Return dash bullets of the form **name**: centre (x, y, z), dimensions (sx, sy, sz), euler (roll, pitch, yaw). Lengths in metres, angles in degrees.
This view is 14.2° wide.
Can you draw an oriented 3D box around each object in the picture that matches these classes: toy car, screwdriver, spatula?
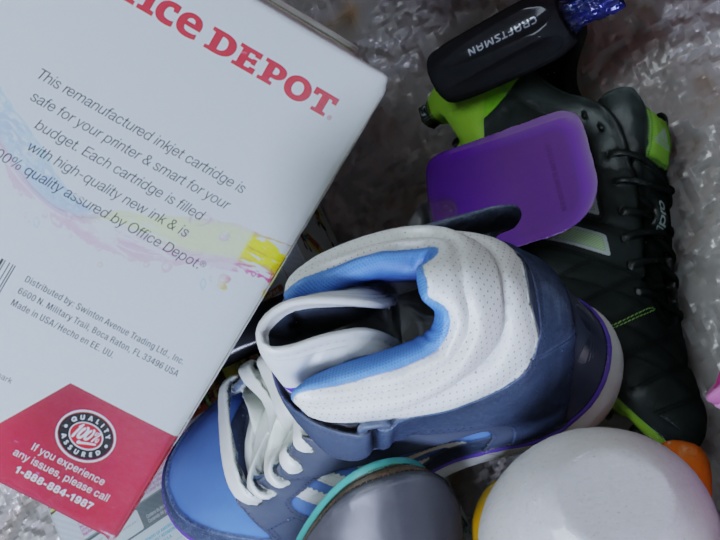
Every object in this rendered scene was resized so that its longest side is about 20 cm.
- **toy car**: centre (0.121, 0.149, 0.999), dimensions (0.150, 0.175, 0.200), euler (-14, 60, -15)
- **screwdriver**: centre (0.112, -0.111, 1.087), dimensions (0.200, 0.028, 0.029), euler (-23, 42, 25)
- **spatula**: centre (0.000, 0.000, 1.106), dimensions (0.200, 0.021, 0.057), euler (-29, 49, 20)

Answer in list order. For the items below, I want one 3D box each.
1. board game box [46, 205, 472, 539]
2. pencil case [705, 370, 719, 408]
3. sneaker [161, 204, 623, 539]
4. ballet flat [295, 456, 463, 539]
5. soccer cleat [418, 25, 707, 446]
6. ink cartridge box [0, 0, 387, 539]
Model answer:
- **board game box**: centre (-0.056, 0.066, 1.164), dimensions (0.147, 0.064, 0.200), euler (-33, 62, 15)
- **pencil case**: centre (0.212, 0.062, 0.951), dimensions (0.200, 0.087, 0.087), euler (37, 94, 0)
- **sneaker**: centre (-0.018, 0.039, 1.026), dimensions (0.200, 0.146, 0.081), euler (-20, 65, 25)
- **ballet flat**: centre (-0.001, 0.146, 1.053), dimensions (0.073, 0.073, 0.200), euler (64, 150, 29)
- **soccer cleat**: centre (0.092, -0.020, 1.109), dimensions (0.081, 0.068, 0.200), euler (-36, 57, 14)
- **ink cartridge box**: centre (-0.113, -0.035, 1.071), dimensions (0.200, 0.145, 0.145), euler (-58, 21, 5)
